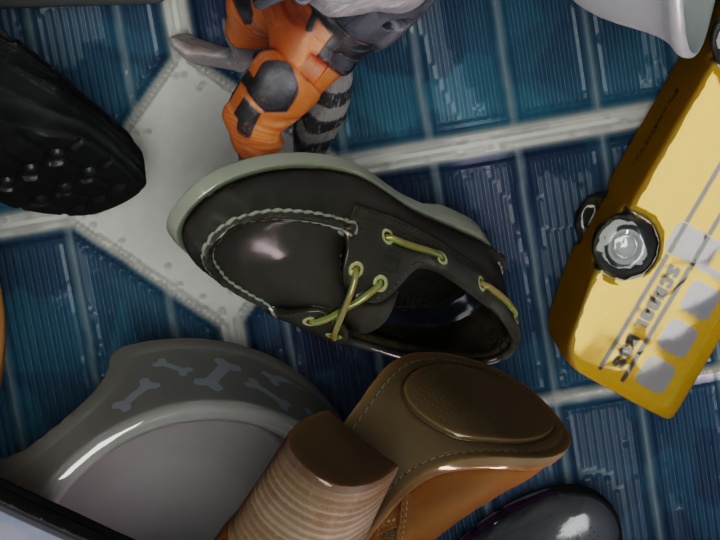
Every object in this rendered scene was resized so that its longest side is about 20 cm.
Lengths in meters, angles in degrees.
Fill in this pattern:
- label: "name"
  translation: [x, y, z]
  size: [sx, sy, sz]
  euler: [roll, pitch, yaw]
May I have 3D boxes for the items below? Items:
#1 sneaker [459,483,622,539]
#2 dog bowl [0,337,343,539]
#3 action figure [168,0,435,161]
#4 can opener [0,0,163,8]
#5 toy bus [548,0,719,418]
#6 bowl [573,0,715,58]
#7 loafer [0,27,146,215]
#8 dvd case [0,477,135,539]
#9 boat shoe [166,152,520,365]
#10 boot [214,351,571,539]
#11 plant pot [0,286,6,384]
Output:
- label: "sneaker"
  translation: [0.049, 0.185, 1.224]
  size: [0.200, 0.088, 0.074]
  euler: [-42, 101, 5]
- label: "dog bowl"
  translation: [-0.083, 0.134, 1.194]
  size: [0.199, 0.059, 0.201]
  euler: [-6, 109, -18]
- label: "action figure"
  translation: [-0.010, -0.132, 1.129]
  size: [0.104, 0.200, 0.193]
  euler: [30, 128, -19]
- label: "can opener"
  translation: [-0.187, -0.143, 1.166]
  size: [0.199, 0.067, 0.054]
  euler: [-3, 100, -16]
- label: "toy bus"
  translation: [0.157, -0.039, 1.196]
  size: [0.078, 0.065, 0.200]
  euler: [28, 98, -9]
- label: "bowl"
  translation: [0.111, -0.194, 1.109]
  size: [0.090, 0.201, 0.202]
  euler: [7, 102, 13]
- label: "loafer"
  translation: [-0.166, -0.082, 1.133]
  size: [0.068, 0.071, 0.200]
  euler: [-27, 146, 27]
- label: "dvd case"
  translation: [-0.179, 0.174, 1.135]
  size: [0.142, 0.018, 0.200]
  euler: [27, 118, -17]
- label: "boat shoe"
  translation: [0.000, 0.000, 1.137]
  size: [0.201, 0.061, 0.072]
  euler: [13, 129, -48]
- label: "boot"
  translation: [-0.002, 0.121, 1.146]
  size: [0.074, 0.200, 0.155]
  euler: [45, 123, 27]
- label: "plant pot"
  translation: [-0.246, 0.018, 1.111]
  size: [0.199, 0.140, 0.201]
  euler: [3, 79, -13]
